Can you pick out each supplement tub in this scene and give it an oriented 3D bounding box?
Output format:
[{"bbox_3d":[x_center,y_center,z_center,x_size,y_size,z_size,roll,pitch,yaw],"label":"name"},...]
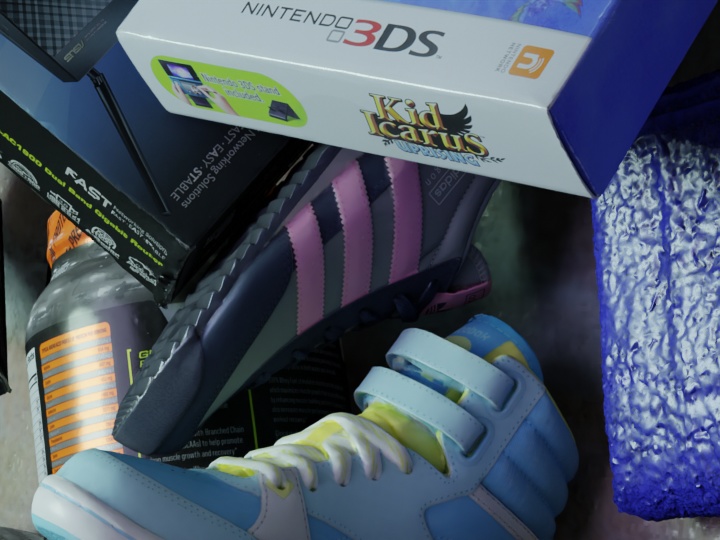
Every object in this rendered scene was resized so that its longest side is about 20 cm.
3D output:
[{"bbox_3d":[-0.061,0.073,0.901,0.122,0.122,0.201,-23,70,49],"label":"supplement tub"}]

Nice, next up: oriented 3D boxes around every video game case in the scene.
[{"bbox_3d":[0.043,-0.126,0.777,0.180,0.046,0.201,14,61,38],"label":"video game case"}]

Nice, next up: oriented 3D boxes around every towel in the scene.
[{"bbox_3d":[0.144,-0.007,0.719,0.199,0.049,0.149,-19,66,50],"label":"towel"}]

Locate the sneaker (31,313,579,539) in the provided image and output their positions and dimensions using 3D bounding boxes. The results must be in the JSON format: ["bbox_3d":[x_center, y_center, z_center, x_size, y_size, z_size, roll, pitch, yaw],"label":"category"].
[{"bbox_3d":[-0.009,0.062,0.793,0.079,0.199,0.131,17,83,51],"label":"sneaker"}]

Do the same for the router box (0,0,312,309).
[{"bbox_3d":[-0.062,-0.110,0.865,0.200,0.150,0.062,-50,-3,-22],"label":"router box"}]

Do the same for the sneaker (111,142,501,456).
[{"bbox_3d":[0.000,0.000,0.828,0.200,0.082,0.070,-49,8,-6],"label":"sneaker"}]

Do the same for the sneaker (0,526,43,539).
[{"bbox_3d":[-0.139,0.191,1.042,0.200,0.073,0.116,20,99,64],"label":"sneaker"}]

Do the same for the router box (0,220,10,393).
[{"bbox_3d":[-0.213,-0.044,1.080,0.200,0.062,0.151,-109,3,-62],"label":"router box"}]

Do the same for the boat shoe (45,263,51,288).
[{"bbox_3d":[-0.109,0.043,1.036,0.075,0.066,0.200,-59,40,28],"label":"boat shoe"}]
